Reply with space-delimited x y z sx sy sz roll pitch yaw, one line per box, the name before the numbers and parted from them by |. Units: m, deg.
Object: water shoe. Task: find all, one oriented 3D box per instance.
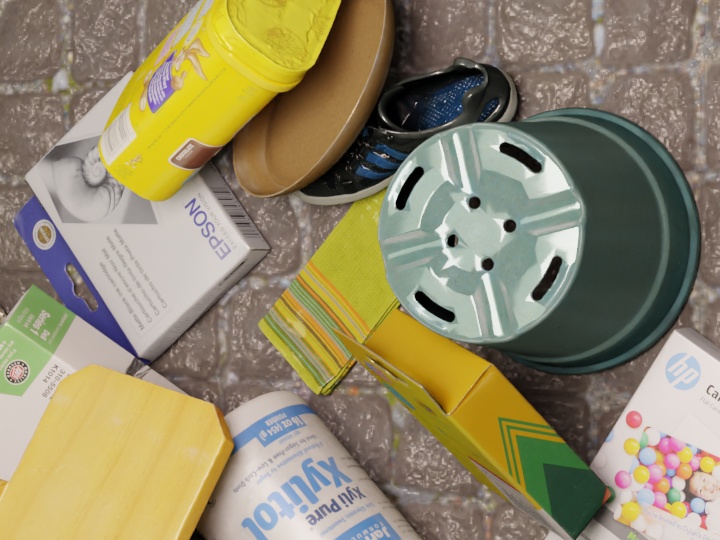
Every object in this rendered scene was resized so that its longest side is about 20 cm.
water shoe | 0.020 -0.114 1.525 0.200 0.079 0.072 -24 67 22

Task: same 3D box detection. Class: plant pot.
plant pot | -0.032 -0.144 1.541 0.200 0.027 0.200 -38 39 39
plant pot | 0.117 -0.022 1.402 0.200 0.196 0.200 0 90 25

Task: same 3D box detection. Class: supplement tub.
supplement tub | -0.040 0.204 1.540 0.200 0.132 0.132 47 111 21

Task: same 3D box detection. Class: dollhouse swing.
dollhouse swing | -0.173 0.205 1.536 0.200 0.182 0.176 15 58 34

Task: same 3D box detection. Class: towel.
towel | 0.000 0.000 1.580 0.086 0.018 0.200 45 110 21

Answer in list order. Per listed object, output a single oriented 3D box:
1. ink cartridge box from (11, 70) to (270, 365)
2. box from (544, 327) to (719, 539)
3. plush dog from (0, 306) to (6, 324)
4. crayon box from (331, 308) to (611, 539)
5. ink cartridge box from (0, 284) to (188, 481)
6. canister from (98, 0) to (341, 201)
ink cartridge box | -0.200 -0.032 1.680 0.200 0.041 0.200 -43 70 23
box | 0.242 0.167 1.431 0.156 0.041 0.200 37 107 24
plush dog | -0.375 0.070 1.705 0.160 0.172 0.200 -19 80 28
crayon box | 0.080 0.101 1.415 0.051 0.200 0.127 -49 36 -7
ink cartridge box | -0.234 0.133 1.625 0.200 0.084 0.146 36 111 -8
canister | -0.112 -0.158 1.551 0.087 0.149 0.200 35 134 -16
